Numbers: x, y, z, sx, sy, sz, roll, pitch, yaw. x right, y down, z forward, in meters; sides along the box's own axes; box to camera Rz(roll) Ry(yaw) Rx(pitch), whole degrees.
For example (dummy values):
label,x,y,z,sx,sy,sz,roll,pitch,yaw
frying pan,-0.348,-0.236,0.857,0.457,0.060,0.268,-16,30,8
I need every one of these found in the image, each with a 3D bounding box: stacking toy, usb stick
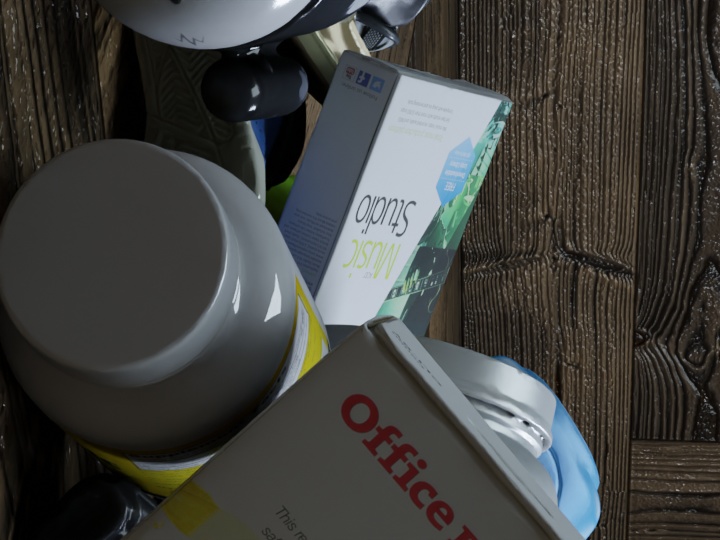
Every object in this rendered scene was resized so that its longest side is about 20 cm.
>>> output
label,x,y,z,sx,sy,sz,roll,pitch,yaw
stacking toy,0.032,0.122,1.377,0.116,0.110,0.200,58,-28,-11
usb stick,-0.098,0.122,1.029,0.033,0.055,0.200,50,-5,14

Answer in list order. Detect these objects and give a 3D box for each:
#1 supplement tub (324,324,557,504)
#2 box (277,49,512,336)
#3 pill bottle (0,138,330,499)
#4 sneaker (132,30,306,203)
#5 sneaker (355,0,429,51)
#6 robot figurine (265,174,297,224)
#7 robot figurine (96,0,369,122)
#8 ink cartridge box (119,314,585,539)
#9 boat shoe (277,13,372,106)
label,x,y,z,sx,sy,sz,roll,pitch,yaw
supplement tub,0.004,0.138,1.062,0.145,0.144,0.201,73,30,-72
box,0.000,0.000,1.175,0.144,0.036,0.201,3,111,-65
pill bottle,-0.074,0.019,0.922,0.200,0.111,0.112,71,22,-74
sneaker,-0.067,-0.038,1.127,0.111,0.076,0.201,55,29,-64
sneaker,-0.015,-0.160,1.277,0.200,0.139,0.078,51,41,-81
robot figurine,-0.028,0.028,1.338,0.200,0.115,0.176,-80,-179,-53
robot figurine,-0.050,-0.154,1.007,0.125,0.150,0.200,-45,176,17
ink cartridge box,-0.019,0.133,0.869,0.145,0.200,0.083,49,7,3
boat shoe,-0.026,-0.146,1.162,0.200,0.065,0.072,57,-9,-27
